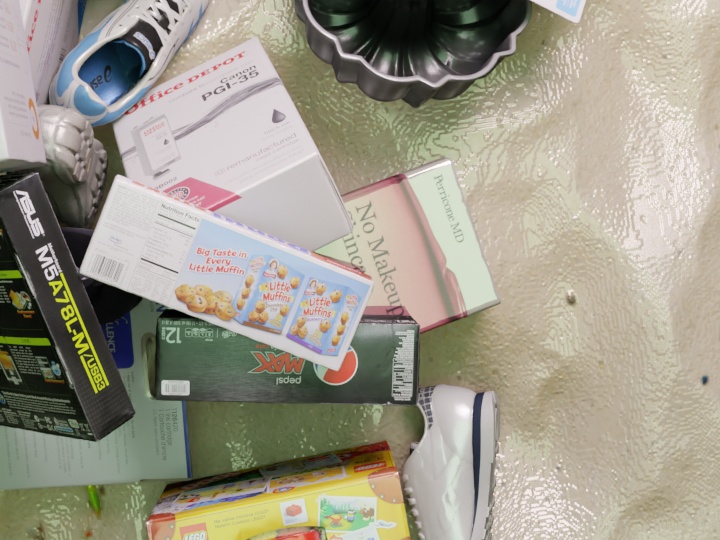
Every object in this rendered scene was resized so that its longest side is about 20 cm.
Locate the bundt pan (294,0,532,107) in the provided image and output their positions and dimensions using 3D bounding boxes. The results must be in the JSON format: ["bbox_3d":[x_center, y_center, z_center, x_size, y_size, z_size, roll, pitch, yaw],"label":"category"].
[{"bbox_3d":[0.035,-0.220,1.099,0.199,0.076,0.204,5,66,-11],"label":"bundt pan"}]

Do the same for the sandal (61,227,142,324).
[{"bbox_3d":[-0.267,-0.006,1.068,0.198,0.043,0.077,18,109,0],"label":"sandal"}]

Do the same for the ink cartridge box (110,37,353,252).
[{"bbox_3d":[-0.108,-0.080,1.056,0.145,0.201,0.083,-27,129,-1],"label":"ink cartridge box"}]

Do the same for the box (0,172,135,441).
[{"bbox_3d":[-0.269,0.027,0.998,0.047,0.199,0.195,-32,111,-39],"label":"box"}]

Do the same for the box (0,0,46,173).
[{"bbox_3d":[-0.282,-0.162,0.889,0.096,0.124,0.203,-9,93,-2],"label":"box"}]

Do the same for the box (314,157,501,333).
[{"bbox_3d":[0.000,0.000,1.113,0.198,0.109,0.129,-21,93,-1],"label":"box"}]

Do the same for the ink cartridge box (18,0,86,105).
[{"bbox_3d":[-0.305,-0.211,1.048,0.143,0.200,0.149,14,91,-3],"label":"ink cartridge box"}]

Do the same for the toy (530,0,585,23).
[{"bbox_3d":[0.106,-0.287,1.027,0.198,0.047,0.116,23,74,-11],"label":"toy"}]

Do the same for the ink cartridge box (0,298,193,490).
[{"bbox_3d":[-0.244,0.082,1.127,0.197,0.047,0.200,-3,97,-1],"label":"ink cartridge box"}]

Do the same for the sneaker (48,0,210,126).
[{"bbox_3d":[-0.173,-0.192,1.092,0.072,0.072,0.201,50,61,-30],"label":"sneaker"}]

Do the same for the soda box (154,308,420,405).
[{"bbox_3d":[-0.055,0.065,1.024,0.197,0.071,0.064,2,93,-3],"label":"soda box"}]

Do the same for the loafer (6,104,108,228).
[{"bbox_3d":[-0.242,-0.083,1.059,0.069,0.200,0.071,13,73,0],"label":"loafer"}]

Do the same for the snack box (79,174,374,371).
[{"bbox_3d":[-0.093,0.003,0.954,0.198,0.024,0.073,22,97,-12],"label":"snack box"}]

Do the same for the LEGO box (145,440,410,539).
[{"bbox_3d":[-0.064,0.206,1.098,0.197,0.149,0.078,-11,93,-2],"label":"LEGO box"}]

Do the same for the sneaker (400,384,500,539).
[{"bbox_3d":[0.074,0.199,1.150,0.079,0.076,0.203,4,87,9],"label":"sneaker"}]
